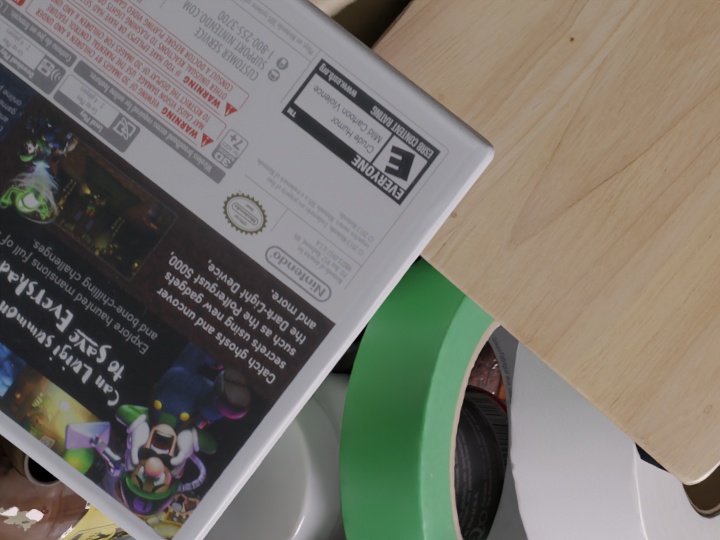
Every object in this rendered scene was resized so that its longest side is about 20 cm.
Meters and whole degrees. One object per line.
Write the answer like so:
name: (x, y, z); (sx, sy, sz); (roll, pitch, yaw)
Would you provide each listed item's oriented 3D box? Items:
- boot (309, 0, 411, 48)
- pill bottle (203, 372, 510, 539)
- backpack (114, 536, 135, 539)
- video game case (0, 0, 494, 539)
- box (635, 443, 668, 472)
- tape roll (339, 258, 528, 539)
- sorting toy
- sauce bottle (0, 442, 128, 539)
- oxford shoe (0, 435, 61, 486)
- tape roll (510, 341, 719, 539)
boot: (-0.041, -0.111, 0.731); (0.199, 0.073, 0.156); (-9, 150, -35)
pill bottle: (-0.002, 0.113, 1.069); (0.114, 0.114, 0.199); (-40, 152, 28)
backpack: (-0.172, 0.184, 1.057); (0.175, 0.154, 0.200); (-29, 143, 21)
video game case: (-0.086, -0.030, 0.684); (0.182, 0.200, 0.023); (-52, -178, 4)
box: (0.195, -0.021, 0.929); (0.199, 0.046, 0.160); (-28, 112, -22)
tape roll: (0.062, 0.091, 1.004); (0.048, 0.202, 0.200); (1, 163, 31)
sorting toy: (0.116, -0.062, 0.751); (0.200, 0.199, 0.070); (-49, -175, 11)
sauce bottle: (-0.138, 0.092, 0.892); (0.065, 0.065, 0.199); (-41, 158, 30)
oxford shoe: (-0.066, 0.022, 0.805); (0.200, 0.085, 0.073); (-37, 144, 20)
tape roll: (0.153, 0.073, 1.040); (0.070, 0.204, 0.202); (0, 164, 32)
